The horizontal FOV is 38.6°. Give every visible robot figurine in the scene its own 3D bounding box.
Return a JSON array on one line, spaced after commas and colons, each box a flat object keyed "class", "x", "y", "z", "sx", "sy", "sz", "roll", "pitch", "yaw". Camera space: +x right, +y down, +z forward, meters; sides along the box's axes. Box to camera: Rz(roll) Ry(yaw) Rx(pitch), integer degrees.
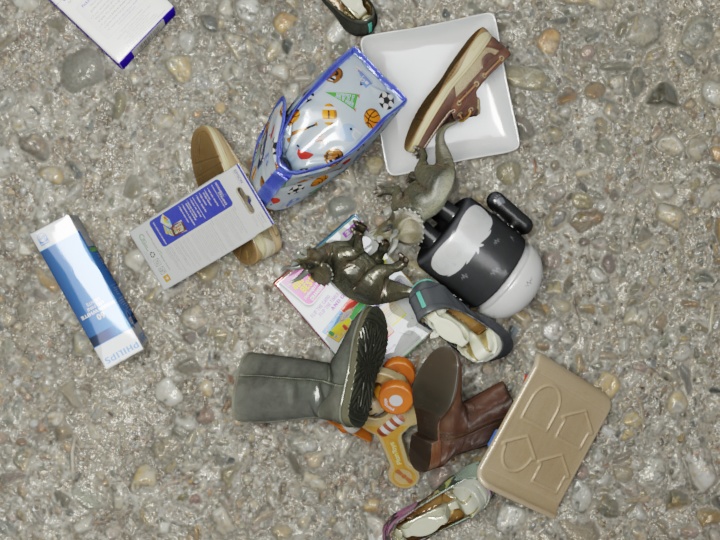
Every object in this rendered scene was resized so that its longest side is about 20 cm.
[{"class": "robot figurine", "x": 0.159, "y": -0.021, "z": 1.433, "sx": 0.200, "sy": 0.125, "sz": 0.150, "roll": 37, "pitch": 124, "yaw": -7}]

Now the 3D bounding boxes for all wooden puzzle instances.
[{"class": "wooden puzzle", "x": 0.257, "y": 0.234, "z": 1.464, "sx": 0.185, "sy": 0.046, "sz": 0.200, "roll": 31, "pitch": 82, "yaw": -37}]

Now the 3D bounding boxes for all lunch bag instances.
[{"class": "lunch bag", "x": -0.063, "y": -0.173, "z": 1.347, "sx": 0.124, "sy": 0.170, "sz": 0.200, "roll": 43, "pitch": 67, "yaw": -5}]

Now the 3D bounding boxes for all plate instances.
[{"class": "plate", "x": 0.112, "y": -0.250, "z": 1.463, "sx": 0.199, "sy": 0.032, "sz": 0.201, "roll": -13, "pitch": 93, "yaw": -8}]

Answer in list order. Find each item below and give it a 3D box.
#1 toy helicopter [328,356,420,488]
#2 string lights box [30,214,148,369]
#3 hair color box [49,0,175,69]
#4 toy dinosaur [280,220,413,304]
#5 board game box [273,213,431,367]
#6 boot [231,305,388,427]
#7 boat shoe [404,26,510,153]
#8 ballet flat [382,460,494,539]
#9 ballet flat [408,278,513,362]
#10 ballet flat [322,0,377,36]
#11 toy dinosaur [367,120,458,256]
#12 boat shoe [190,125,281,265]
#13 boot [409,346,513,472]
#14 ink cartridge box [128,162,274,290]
[{"class": "toy helicopter", "x": 0.029, "y": 0.223, "z": 1.428, "sx": 0.132, "sy": 0.079, "sz": 0.200, "roll": -14, "pitch": 114, "yaw": 11}, {"class": "string lights box", "x": -0.358, "y": 0.026, "z": 1.371, "sx": 0.059, "sy": 0.103, "sz": 0.200, "roll": -28, "pitch": 95, "yaw": -7}, {"class": "hair color box", "x": -0.359, "y": -0.381, "z": 1.378, "sx": 0.200, "sy": 0.065, "sz": 0.109, "roll": 44, "pitch": 87, "yaw": -9}, {"class": "toy dinosaur", "x": 0.000, "y": 0.000, "z": 1.396, "sx": 0.200, "sy": 0.077, "sz": 0.102, "roll": 29, "pitch": 105, "yaw": -18}, {"class": "board game box", "x": -0.002, "y": 0.044, "z": 1.452, "sx": 0.153, "sy": 0.040, "sz": 0.200, "roll": -40, "pitch": 96, "yaw": -5}, {"class": "boot", "x": -0.071, "y": 0.128, "z": 1.395, "sx": 0.073, "sy": 0.200, "sz": 0.182, "roll": 40, "pitch": 60, "yaw": -44}, {"class": "boat shoe", "x": 0.136, "y": -0.236, "z": 1.417, "sx": 0.072, "sy": 0.072, "sz": 0.200, "roll": 35, "pitch": 85, "yaw": -11}, {"class": "ballet flat", "x": 0.122, "y": 0.340, "z": 1.463, "sx": 0.200, "sy": 0.071, "sz": 0.069, "roll": -29, "pitch": 95, "yaw": -6}, {"class": "ballet flat", "x": 0.140, "y": 0.085, "z": 1.381, "sx": 0.200, "sy": 0.073, "sz": 0.073, "roll": 36, "pitch": 86, "yaw": -33}, {"class": "ballet flat", "x": -0.044, "y": -0.412, "z": 1.417, "sx": 0.068, "sy": 0.068, "sz": 0.200, "roll": -44, "pitch": 97, "yaw": -4}, {"class": "toy dinosaur", "x": 0.085, "y": -0.105, "z": 1.369, "sx": 0.200, "sy": 0.102, "sz": 0.077, "roll": -47, "pitch": 138, "yaw": -3}, {"class": "boat shoe", "x": -0.171, "y": -0.108, "z": 1.417, "sx": 0.064, "sy": 0.071, "sz": 0.200, "roll": -28, "pitch": 99, "yaw": -42}, {"class": "boot", "x": 0.154, "y": 0.173, "z": 1.407, "sx": 0.200, "sy": 0.064, "sz": 0.187, "roll": -10, "pitch": 121, "yaw": -45}, {"class": "ink cartridge box", "x": -0.210, "y": -0.059, "z": 1.378, "sx": 0.200, "sy": 0.037, "sz": 0.095, "roll": -28, "pitch": 96, "yaw": 25}]
